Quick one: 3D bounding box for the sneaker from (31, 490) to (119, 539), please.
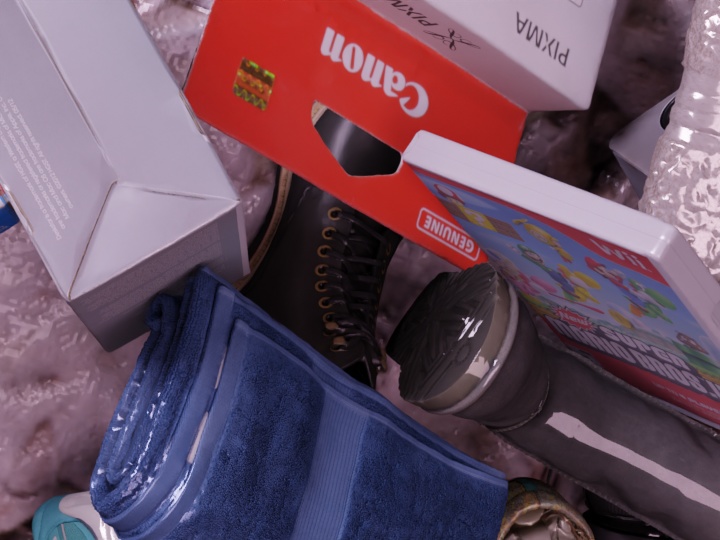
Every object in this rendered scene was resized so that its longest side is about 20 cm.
[{"bbox_3d":[-0.095,0.175,1.099,0.079,0.078,0.201,1,131,29],"label":"sneaker"}]

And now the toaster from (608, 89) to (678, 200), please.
[{"bbox_3d":[0.241,-0.023,1.060,0.180,0.119,0.201,-33,111,-2],"label":"toaster"}]

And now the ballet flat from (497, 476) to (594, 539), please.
[{"bbox_3d":[0.097,0.194,1.047,0.070,0.071,0.202,-13,85,-12],"label":"ballet flat"}]

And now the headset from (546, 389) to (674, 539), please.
[{"bbox_3d":[0.128,0.090,1.145,0.199,0.094,0.124,-26,111,-24],"label":"headset"}]

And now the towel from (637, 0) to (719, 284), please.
[{"bbox_3d":[0.221,-0.041,0.968,0.198,0.034,0.134,13,98,-13],"label":"towel"}]

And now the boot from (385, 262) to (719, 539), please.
[{"bbox_3d":[0.112,0.077,1.002,0.200,0.182,0.073,38,95,-6],"label":"boot"}]

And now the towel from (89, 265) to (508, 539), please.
[{"bbox_3d":[-0.019,0.094,0.921,0.200,0.048,0.112,38,58,-38],"label":"towel"}]

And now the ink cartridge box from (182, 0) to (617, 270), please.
[{"bbox_3d":[0.026,-0.112,0.980,0.199,0.043,0.175,28,71,-40],"label":"ink cartridge box"}]

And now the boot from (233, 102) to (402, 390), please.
[{"bbox_3d":[0.000,0.000,1.023,0.077,0.138,0.201,23,100,-23],"label":"boot"}]

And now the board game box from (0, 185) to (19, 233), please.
[{"bbox_3d":[-0.272,-0.057,0.917,0.199,0.056,0.197,-30,86,-5],"label":"board game box"}]

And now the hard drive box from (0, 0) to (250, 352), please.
[{"bbox_3d":[-0.114,-0.060,0.907,0.076,0.200,0.157,-29,85,-6],"label":"hard drive box"}]

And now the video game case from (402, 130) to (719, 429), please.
[{"bbox_3d":[0.116,0.016,0.989,0.018,0.142,0.200,-56,138,-11],"label":"video game case"}]
